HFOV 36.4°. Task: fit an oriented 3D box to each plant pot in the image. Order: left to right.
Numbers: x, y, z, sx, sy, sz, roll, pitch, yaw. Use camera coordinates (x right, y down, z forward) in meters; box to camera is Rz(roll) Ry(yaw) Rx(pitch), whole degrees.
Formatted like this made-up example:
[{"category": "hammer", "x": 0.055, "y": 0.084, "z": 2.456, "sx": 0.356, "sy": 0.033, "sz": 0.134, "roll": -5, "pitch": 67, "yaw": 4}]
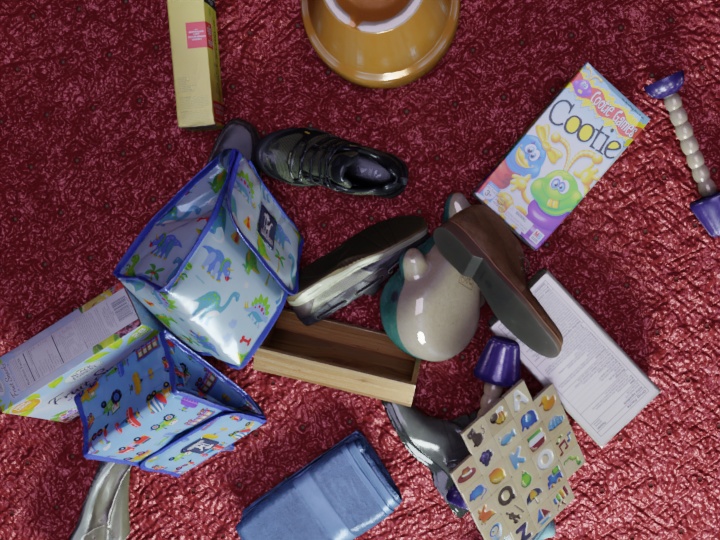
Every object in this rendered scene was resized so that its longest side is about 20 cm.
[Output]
[{"category": "plant pot", "x": 0.020, "y": -0.325, "z": 1.282, "sx": 0.197, "sy": 0.183, "sz": 0.204, "roll": 0, "pitch": 93, "yaw": 4}]

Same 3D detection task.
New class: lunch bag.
[{"category": "lunch bag", "x": -0.223, "y": 0.182, "z": 1.340, "sx": 0.150, "sy": 0.200, "sz": 0.095, "roll": -35, "pitch": 50, "yaw": 16}, {"category": "lunch bag", "x": -0.159, "y": -0.015, "z": 1.289, "sx": 0.126, "sy": 0.171, "sz": 0.201, "roll": 12, "pitch": 61, "yaw": 39}]

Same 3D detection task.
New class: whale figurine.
[{"category": "whale figurine", "x": 0.091, "y": 0.007, "z": 1.336, "sx": 0.103, "sy": 0.158, "sz": 0.203, "roll": 10, "pitch": 78, "yaw": 46}]

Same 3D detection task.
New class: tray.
[{"category": "tray", "x": -0.025, "y": 0.105, "z": 1.349, "sx": 0.197, "sy": 0.099, "sz": 0.038, "roll": 12, "pitch": 120, "yaw": 4}]

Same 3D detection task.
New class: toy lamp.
[{"category": "toy lamp", "x": 0.150, "y": 0.180, "z": 1.300, "sx": 0.057, "sy": 0.058, "sz": 0.203, "roll": 12, "pitch": 100, "yaw": 3}, {"category": "toy lamp", "x": 0.405, "y": -0.140, "z": 1.328, "sx": 0.057, "sy": 0.058, "sz": 0.203, "roll": -23, "pitch": 92, "yaw": 5}]

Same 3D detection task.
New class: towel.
[{"category": "towel", "x": -0.052, "y": 0.304, "z": 1.388, "sx": 0.199, "sy": 0.049, "sz": 0.112, "roll": -35, "pitch": 90, "yaw": 4}]

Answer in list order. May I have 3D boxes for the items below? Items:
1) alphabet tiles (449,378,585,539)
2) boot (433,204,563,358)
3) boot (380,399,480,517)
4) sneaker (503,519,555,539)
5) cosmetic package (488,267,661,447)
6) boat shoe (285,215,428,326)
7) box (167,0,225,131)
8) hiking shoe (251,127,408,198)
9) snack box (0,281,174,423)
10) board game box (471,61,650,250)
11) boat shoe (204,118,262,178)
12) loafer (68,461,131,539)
[{"category": "alphabet tiles", "x": 0.189, "y": 0.232, "z": 1.295, "sx": 0.166, "sy": 0.006, "sz": 0.202, "roll": -38, "pitch": 121, "yaw": -17}, {"category": "boot", "x": 0.175, "y": 0.008, "z": 1.258, "sx": 0.075, "sy": 0.074, "sz": 0.201, "roll": -35, "pitch": 82, "yaw": -26}, {"category": "boot", "x": 0.120, "y": 0.196, "z": 1.369, "sx": 0.130, "sy": 0.068, "sz": 0.201, "roll": -37, "pitch": 97, "yaw": 0}, {"category": "sneaker", "x": 0.188, "y": 0.390, "z": 1.362, "sx": 0.085, "sy": 0.078, "sz": 0.203, "roll": 17, "pitch": 94, "yaw": 0}, {"category": "cosmetic package", "x": 0.259, "y": 0.104, "z": 1.342, "sx": 0.103, "sy": 0.073, "sz": 0.200, "roll": -43, "pitch": 90, "yaw": 6}, {"category": "boat shoe", "x": 0.000, "y": 0.001, "z": 1.363, "sx": 0.199, "sy": 0.072, "sz": 0.067, "roll": -29, "pitch": 120, "yaw": -7}, {"category": "box", "x": -0.205, "y": -0.277, "z": 1.356, "sx": 0.049, "sy": 0.075, "sz": 0.204, "roll": -4, "pitch": 92, "yaw": 4}, {"category": "hiking shoe", "x": -0.036, "y": -0.135, "z": 1.334, "sx": 0.196, "sy": 0.101, "sz": 0.077, "roll": 8, "pitch": 91, "yaw": -1}, {"category": "snack box", "x": -0.326, "y": 0.104, "z": 1.333, "sx": 0.198, "sy": 0.169, "sz": 0.068, "roll": -33, "pitch": 73, "yaw": 4}, {"category": "board game box", "x": 0.237, "y": -0.135, "z": 1.316, "sx": 0.105, "sy": 0.103, "sz": 0.201, "roll": 41, "pitch": 95, "yaw": 1}, {"category": "boat shoe", "x": -0.171, "y": -0.090, "z": 1.363, "sx": 0.073, "sy": 0.073, "sz": 0.203, "roll": 15, "pitch": 94, "yaw": 3}, {"category": "loafer", "x": -0.323, "y": 0.312, "z": 1.402, "sx": 0.069, "sy": 0.075, "sz": 0.202, "roll": 22, "pitch": 99, "yaw": -9}]
